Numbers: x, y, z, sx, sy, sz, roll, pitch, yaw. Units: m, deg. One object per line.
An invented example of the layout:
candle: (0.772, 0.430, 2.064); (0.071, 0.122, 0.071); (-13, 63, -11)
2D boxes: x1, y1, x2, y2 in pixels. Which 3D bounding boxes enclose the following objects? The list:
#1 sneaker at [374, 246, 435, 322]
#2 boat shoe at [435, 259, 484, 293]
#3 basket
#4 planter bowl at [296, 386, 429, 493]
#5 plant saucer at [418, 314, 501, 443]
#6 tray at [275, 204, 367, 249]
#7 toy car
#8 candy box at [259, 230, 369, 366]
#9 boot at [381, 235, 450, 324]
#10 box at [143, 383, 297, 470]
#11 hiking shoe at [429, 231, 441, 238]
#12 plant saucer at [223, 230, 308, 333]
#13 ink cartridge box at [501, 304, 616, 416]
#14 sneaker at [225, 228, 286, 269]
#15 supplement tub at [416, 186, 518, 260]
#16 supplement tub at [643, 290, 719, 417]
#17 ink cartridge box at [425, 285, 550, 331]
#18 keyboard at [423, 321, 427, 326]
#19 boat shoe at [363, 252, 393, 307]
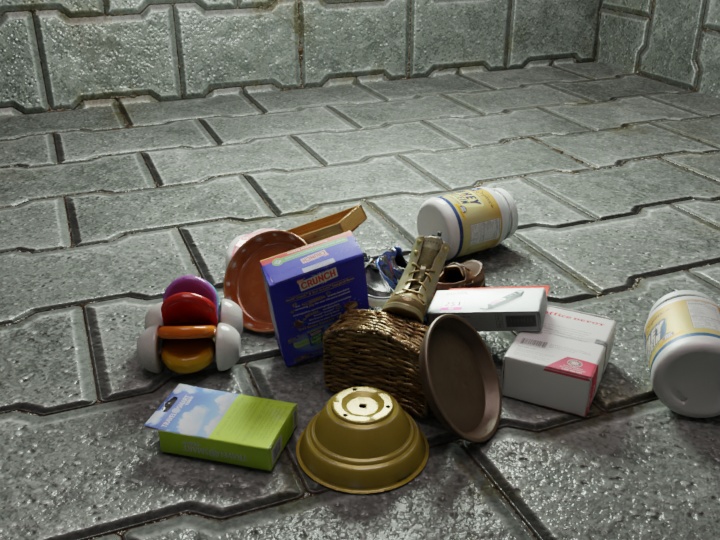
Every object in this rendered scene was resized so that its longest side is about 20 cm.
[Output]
sneaker: (0.104, 0.030, 1.503); (0.200, 0.079, 0.075); (41, 24, 17)
boat shoe: (0.202, 0.018, 1.597); (0.072, 0.068, 0.200); (16, 30, 29)
basket: (0.054, 0.127, 1.286); (0.200, 0.143, 0.149); (12, 27, 28)
planter bowl: (0.003, 0.230, 1.150); (0.200, 0.084, 0.201); (-1, 26, 0)
plant saucer: (0.151, 0.166, 1.193); (0.029, 0.200, 0.200); (-24, 10, 36)
tray: (-0.092, -0.071, 1.543); (0.200, 0.037, 0.099); (-17, 17, 34)
toy car: (-0.299, 0.085, 1.370); (0.174, 0.150, 0.200); (-2, 26, -4)
candy box: (-0.073, 0.051, 1.344); (0.169, 0.200, 0.077); (-18, 44, -14)
boot: (0.099, 0.014, 1.320); (0.073, 0.156, 0.200); (21, -3, 9)
box: (-0.208, 0.234, 1.180); (0.199, 0.048, 0.122); (7, 26, 14)
hiking shoe: (0.123, -0.010, 1.633); (0.074, 0.087, 0.200); (9, 28, 18)
plant saucer: (-0.168, 0.022, 1.490); (0.200, 0.201, 0.032); (12, -11, 24)
ink cartridge box: (0.338, 0.145, 1.320); (0.145, 0.085, 0.200); (12, 31, 24)
sneaker: (-0.212, -0.044, 1.716); (0.104, 0.076, 0.200); (5, 22, 22)
supplement tub: (0.245, -0.111, 1.775); (0.200, 0.145, 0.144); (-15, 30, -28)
supplement tub: (0.546, 0.131, 1.281); (0.144, 0.145, 0.200); (6, 26, 12)
ink cartridge box: (0.235, 0.052, 1.405); (0.199, 0.044, 0.174); (-2, 25, 21)
keyboard: (0.126, 0.119, 1.385); (0.127, 0.021, 0.200); (12, 7, -29)
boat shoe: (0.000, 0.000, 1.473); (0.072, 0.068, 0.200); (-11, 34, -32)
